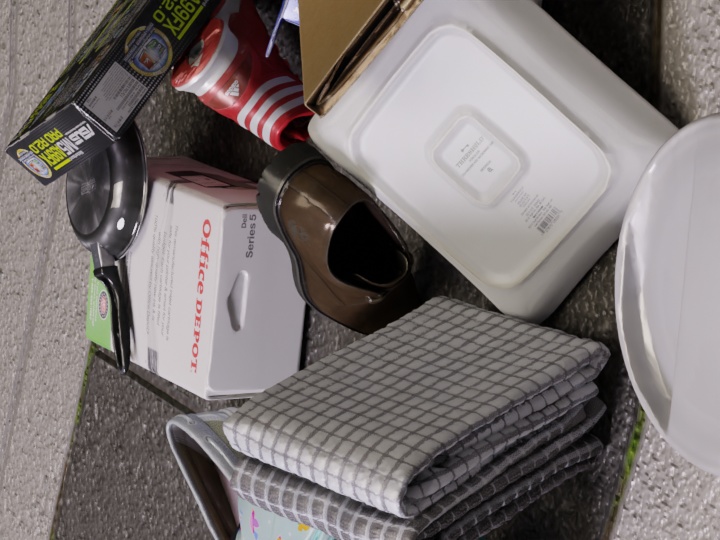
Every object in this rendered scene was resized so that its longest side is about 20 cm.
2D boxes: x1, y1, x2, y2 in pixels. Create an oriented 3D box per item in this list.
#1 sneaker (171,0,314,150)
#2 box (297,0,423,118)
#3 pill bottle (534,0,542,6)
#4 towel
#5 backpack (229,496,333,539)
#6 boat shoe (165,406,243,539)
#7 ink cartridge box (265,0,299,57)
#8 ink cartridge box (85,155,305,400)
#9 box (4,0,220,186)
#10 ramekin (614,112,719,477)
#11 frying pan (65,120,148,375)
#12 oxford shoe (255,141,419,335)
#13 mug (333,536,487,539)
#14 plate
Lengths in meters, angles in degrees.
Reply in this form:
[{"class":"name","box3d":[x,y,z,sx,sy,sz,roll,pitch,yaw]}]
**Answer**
[{"class":"sneaker","box3d":[-0.078,-0.138,1.997,0.078,0.115,0.200,-46,14,18]},{"class":"box","box3d":[0.016,-0.199,1.704,0.164,0.021,0.200,-51,20,21]},{"class":"pill bottle","box3d":[0.053,-0.153,1.770,0.104,0.104,0.201,56,135,38]},{"class":"towel","box3d":[0.039,0.101,1.708,0.165,0.199,0.086,16,125,44]},{"class":"backpack","box3d":[-0.012,0.166,1.864,0.201,0.126,0.167,-63,40,31]},{"class":"boat shoe","box3d":[-0.085,0.191,2.028,0.074,0.064,0.203,-51,51,45]},{"class":"ink cartridge box","box3d":[-0.010,-0.247,1.868,0.120,0.042,0.201,-76,9,-58]},{"class":"ink cartridge box","box3d":[-0.123,0.002,2.059,0.200,0.084,0.147,22,109,55]},{"class":"box","box3d":[-0.165,-0.164,2.001,0.200,0.044,0.160,-56,14,-23]},{"class":"ramekin","box3d":[0.236,0.012,1.511,0.202,0.094,0.204,5,96,56]},{"class":"frying pan","box3d":[-0.198,-0.027,2.076,0.115,0.031,0.191,24,107,57]},{"class":"oxford shoe","box3d":[0.000,0.000,1.810,0.084,0.200,0.073,37,82,33]},{"class":"mug","box3d":[0.039,0.223,1.758,0.115,0.151,0.186,-128,34,-49]},{"class":"plate","box3d":[0.078,-0.075,1.700,0.200,0.032,0.200,41,132,1]}]
